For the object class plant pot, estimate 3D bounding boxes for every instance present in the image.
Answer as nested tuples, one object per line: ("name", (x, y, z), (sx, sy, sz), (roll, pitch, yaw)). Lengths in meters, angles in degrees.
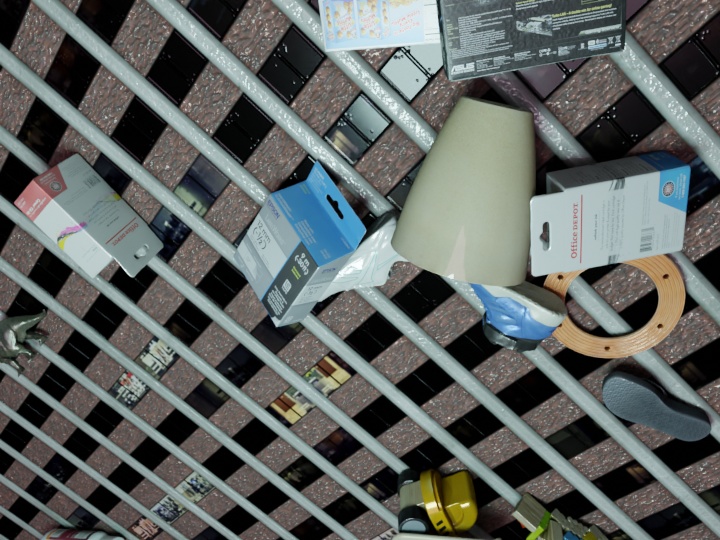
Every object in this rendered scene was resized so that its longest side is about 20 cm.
("plant pot", (0.148, -0.110, 0.791), (0.184, 0.188, 0.204), (14, 110, 6))

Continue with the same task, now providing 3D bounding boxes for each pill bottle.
("pill bottle", (-0.680, 0.698, 1.516), (0.196, 0.115, 0.116), (-4, 119, 17))

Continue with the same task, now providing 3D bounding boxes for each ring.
("ring", (0.364, 0.042, 0.904), (0.196, 0.019, 0.204), (7, 122, 12))

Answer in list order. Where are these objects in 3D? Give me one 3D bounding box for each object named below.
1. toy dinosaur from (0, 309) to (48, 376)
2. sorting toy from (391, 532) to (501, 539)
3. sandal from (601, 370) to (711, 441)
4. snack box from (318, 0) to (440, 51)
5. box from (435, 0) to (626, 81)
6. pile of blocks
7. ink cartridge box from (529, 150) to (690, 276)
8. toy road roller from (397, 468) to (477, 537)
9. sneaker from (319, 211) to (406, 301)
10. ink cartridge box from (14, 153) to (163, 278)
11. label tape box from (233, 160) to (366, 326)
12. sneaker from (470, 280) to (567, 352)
("toy dinosaur", (-0.678, 0.137, 1.205), (0.102, 0.078, 0.200), (37, 125, -17))
("sorting toy", (0.149, 0.549, 1.104), (0.195, 0.037, 0.189), (0, 115, 1))
("sandal", (0.456, 0.209, 0.972), (0.198, 0.043, 0.076), (29, 131, -15))
("snack box", (0.046, -0.318, 0.771), (0.196, 0.024, 0.073), (1, 120, 14))
("box", (0.181, -0.316, 0.683), (0.196, 0.087, 0.166), (-8, 118, 8))
("pile of blocks", (0.358, 0.488, 1.132), (0.197, 0.083, 0.063), (25, 123, -1))
("ink cartridge box", (0.304, -0.072, 0.792), (0.196, 0.067, 0.118), (-10, 119, 0))
("toy road roller", (0.158, 0.461, 1.151), (0.144, 0.123, 0.202), (-22, 113, 13))
("sneaker", (0.000, 0.000, 0.947), (0.199, 0.071, 0.080), (-37, 109, 29))
("ink cartridge box", (-0.424, -0.073, 0.987), (0.067, 0.117, 0.200), (-34, 107, 28))
("label tape box", (-0.094, -0.038, 0.912), (0.144, 0.065, 0.201), (54, 128, 23))
("sneaker", (0.192, 0.048, 0.919), (0.198, 0.077, 0.112), (29, 127, 1))
